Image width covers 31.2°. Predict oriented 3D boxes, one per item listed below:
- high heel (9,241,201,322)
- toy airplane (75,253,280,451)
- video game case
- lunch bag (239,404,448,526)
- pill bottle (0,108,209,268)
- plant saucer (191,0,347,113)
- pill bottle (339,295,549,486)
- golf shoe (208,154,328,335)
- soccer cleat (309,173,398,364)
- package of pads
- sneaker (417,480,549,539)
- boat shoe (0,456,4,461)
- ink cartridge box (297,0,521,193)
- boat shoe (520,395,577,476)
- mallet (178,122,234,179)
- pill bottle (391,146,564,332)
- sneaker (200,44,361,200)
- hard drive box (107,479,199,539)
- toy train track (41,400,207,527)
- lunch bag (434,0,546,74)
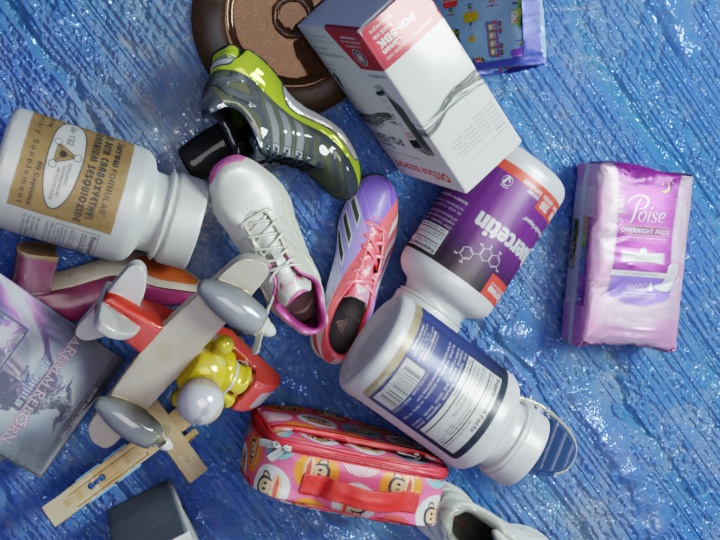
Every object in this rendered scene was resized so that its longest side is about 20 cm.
[{"bbox_3d":[-0.255,0.032,1.286,0.197,0.068,0.097,11,114,-15],"label":"high heel"},{"bbox_3d":[-0.171,0.083,1.221,0.197,0.142,0.202,-13,136,-13],"label":"toy airplane"},{"bbox_3d":[-0.337,0.094,1.222,0.200,0.019,0.144,41,81,-38],"label":"video game case"},{"bbox_3d":[-0.017,0.200,1.287,0.197,0.176,0.083,13,94,-15],"label":"lunch bag"},{"bbox_3d":[-0.252,-0.072,1.238,0.198,0.114,0.116,17,91,-14],"label":"pill bottle"},{"bbox_3d":[-0.071,-0.256,1.306,0.197,0.037,0.203,-1,96,-13],"label":"plant saucer"},{"bbox_3d":[0.086,0.124,1.267,0.199,0.111,0.112,36,86,-13],"label":"pill bottle"},{"bbox_3d":[-0.082,-0.022,1.254,0.075,0.092,0.201,-31,121,-4],"label":"golf shoe"},{"bbox_3d":[0.000,0.000,1.326,0.067,0.073,0.203,17,91,-14],"label":"soccer cleat"},{"bbox_3d":[0.289,-0.014,1.394,0.119,0.076,0.203,4,94,-16],"label":"package of pads"},{"bbox_3d":[0.148,0.302,1.375,0.198,0.099,0.079,29,88,-14],"label":"sneaker"},{"bbox_3d":[-0.394,0.098,1.245,0.071,0.069,0.202,-42,129,-33],"label":"boat shoe"},{"bbox_3d":[0.048,-0.183,1.260,0.083,0.146,0.201,-43,116,-12],"label":"ink cartridge box"},{"bbox_3d":[0.138,0.155,1.373,0.198,0.072,0.073,28,88,-12],"label":"boat shoe"},{"bbox_3d":[-0.102,-0.063,1.318,0.066,0.041,0.201,-40,107,-4],"label":"mallet"},{"bbox_3d":[0.117,-0.031,1.331,0.112,0.112,0.201,34,87,-14],"label":"pill bottle"},{"bbox_3d":[-0.083,-0.128,1.276,0.199,0.074,0.082,39,58,-22],"label":"sneaker"},{"bbox_3d":[-0.177,0.309,1.246,0.076,0.200,0.157,-25,101,-10],"label":"hard drive box"},{"bbox_3d":[-0.232,0.189,1.298,0.199,0.033,0.115,-36,86,-23],"label":"toy train track"},{"bbox_3d":[0.133,-0.273,1.268,0.093,0.200,0.153,-5,97,-12],"label":"lunch bag"}]
